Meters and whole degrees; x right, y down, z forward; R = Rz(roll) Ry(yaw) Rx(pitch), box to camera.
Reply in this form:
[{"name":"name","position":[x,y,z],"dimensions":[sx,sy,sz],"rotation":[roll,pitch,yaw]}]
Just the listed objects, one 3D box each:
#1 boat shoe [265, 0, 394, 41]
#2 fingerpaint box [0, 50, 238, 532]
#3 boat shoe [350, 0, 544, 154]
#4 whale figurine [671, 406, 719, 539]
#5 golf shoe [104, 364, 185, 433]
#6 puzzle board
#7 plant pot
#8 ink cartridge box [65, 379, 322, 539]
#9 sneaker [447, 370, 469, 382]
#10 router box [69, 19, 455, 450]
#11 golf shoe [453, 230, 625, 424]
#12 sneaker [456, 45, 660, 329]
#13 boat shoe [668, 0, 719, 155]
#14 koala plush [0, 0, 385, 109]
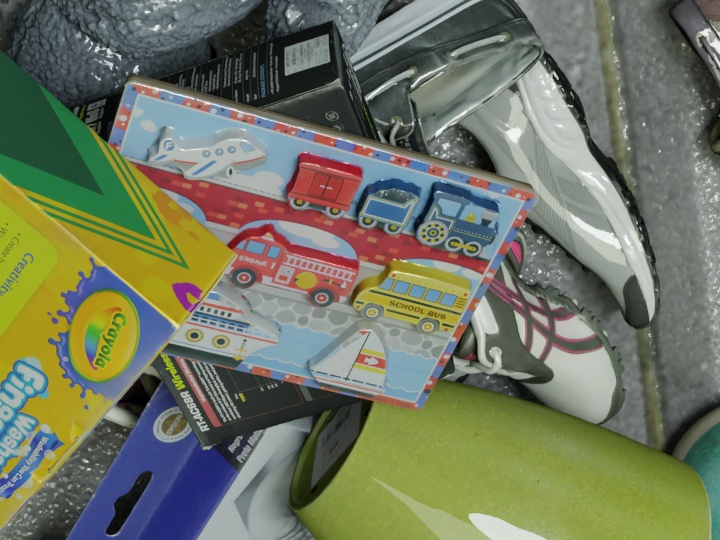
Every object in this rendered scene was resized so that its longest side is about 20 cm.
[{"name":"boat shoe","position":[-0.014,-0.136,0.831],"dimensions":[0.062,0.073,0.200],"rotation":[37,95,-14]},{"name":"fingerpaint box","position":[-0.181,0.014,0.648],"dimensions":[0.167,0.073,0.200],"rotation":[40,122,-5]},{"name":"boat shoe","position":[0.017,-0.093,0.810],"dimensions":[0.200,0.071,0.072],"rotation":[-39,150,-3]},{"name":"whale figurine","position":[0.291,0.183,0.966],"dimensions":[0.158,0.104,0.201],"rotation":[-26,110,1]},{"name":"golf shoe","position":[-0.105,0.080,0.884],"dimensions":[0.198,0.088,0.078],"rotation":[13,105,-14]},{"name":"puzzle board","position":[-0.034,-0.003,0.685],"dimensions":[0.198,0.017,0.151],"rotation":[14,126,-15]},{"name":"plant pot","position":[0.064,0.145,0.826],"dimensions":[0.199,0.187,0.188],"rotation":[31,102,-14]},{"name":"ink cartridge box","position":[-0.079,0.167,0.892],"dimensions":[0.199,0.041,0.201],"rotation":[18,112,-40]},{"name":"sneaker","position":[0.000,0.000,0.879],"dimensions":[0.199,0.072,0.083],"rotation":[32,100,-17]},{"name":"router box","position":[-0.050,-0.011,0.729],"dimensions":[0.148,0.062,0.201],"rotation":[-17,129,8]},{"name":"golf shoe","position":[0.087,0.039,0.874],"dimensions":[0.200,0.077,0.088],"rotation":[49,54,-24]},{"name":"sneaker","position":[0.125,-0.046,0.888],"dimensions":[0.079,0.074,0.201],"rotation":[-30,105,15]},{"name":"boat shoe","position":[0.248,-0.091,0.888],"dimensions":[0.064,0.072,0.201],"rotation":[-21,114,12]},{"name":"koala plush","position":[-0.125,-0.142,0.760],"dimensions":[0.183,0.178,0.200],"rotation":[5,137,-42]}]
